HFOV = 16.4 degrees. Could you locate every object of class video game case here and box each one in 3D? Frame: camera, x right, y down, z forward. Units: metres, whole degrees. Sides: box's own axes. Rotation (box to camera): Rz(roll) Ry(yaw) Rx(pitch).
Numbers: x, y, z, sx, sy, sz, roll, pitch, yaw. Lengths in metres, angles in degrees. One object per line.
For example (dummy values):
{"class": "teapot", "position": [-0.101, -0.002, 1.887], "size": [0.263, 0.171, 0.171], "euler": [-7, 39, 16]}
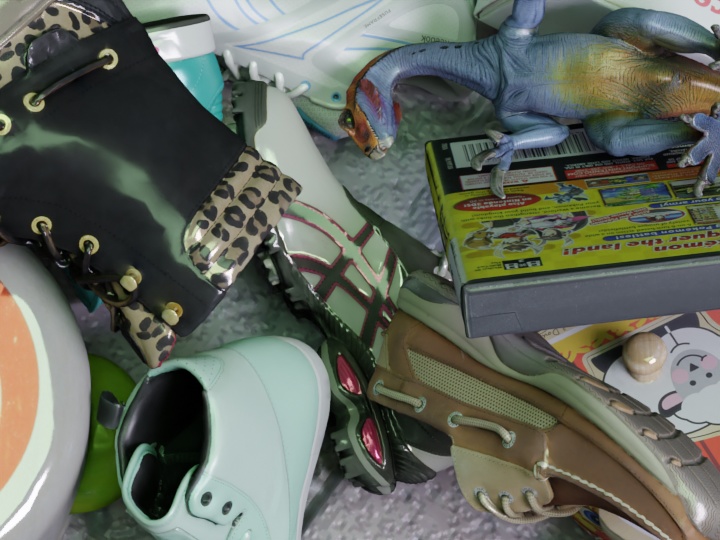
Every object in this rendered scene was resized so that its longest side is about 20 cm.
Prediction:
{"class": "video game case", "position": [0.134, -0.027, 1.082], "size": [0.199, 0.181, 0.026], "euler": [-6, 112, -1]}

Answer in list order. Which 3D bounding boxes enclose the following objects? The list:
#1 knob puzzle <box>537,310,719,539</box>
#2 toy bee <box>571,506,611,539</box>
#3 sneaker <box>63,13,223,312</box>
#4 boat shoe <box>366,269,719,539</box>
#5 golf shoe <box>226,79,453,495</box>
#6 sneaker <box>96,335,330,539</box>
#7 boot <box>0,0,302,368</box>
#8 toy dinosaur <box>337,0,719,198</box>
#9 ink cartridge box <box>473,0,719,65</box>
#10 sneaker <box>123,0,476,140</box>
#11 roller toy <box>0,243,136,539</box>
{"class": "knob puzzle", "position": [0.189, 0.061, 1.056], "size": [0.219, 0.030, 0.220], "euler": [-4, 55, 6]}
{"class": "toy bee", "position": [0.130, 0.121, 1.119], "size": [0.199, 0.109, 0.131], "euler": [16, 75, -3]}
{"class": "sneaker", "position": [-0.149, -0.037, 1.139], "size": [0.199, 0.084, 0.121], "euler": [-12, 98, 13]}
{"class": "boat shoe", "position": [0.075, 0.072, 1.037], "size": [0.076, 0.200, 0.072], "euler": [27, 96, -43]}
{"class": "golf shoe", "position": [0.000, 0.000, 1.145], "size": [0.088, 0.077, 0.201], "euler": [-22, 88, 0]}
{"class": "sneaker", "position": [-0.073, 0.128, 1.063], "size": [0.074, 0.118, 0.201], "euler": [7, 93, 28]}
{"class": "boot", "position": [-0.132, -0.016, 1.003], "size": [0.151, 0.073, 0.200], "euler": [42, 73, -8]}
{"class": "toy dinosaur", "position": [0.088, -0.073, 1.119], "size": [0.200, 0.181, 0.105], "euler": [19, 80, -45]}
{"class": "ink cartridge box", "position": [0.156, -0.188, 1.200], "size": [0.145, 0.087, 0.201], "euler": [23, 71, -18]}
{"class": "sneaker", "position": [-0.035, -0.103, 1.177], "size": [0.199, 0.075, 0.087], "euler": [-6, 81, -9]}
{"class": "roller toy", "position": [-0.207, 0.065, 1.068], "size": [0.200, 0.140, 0.182], "euler": [-41, 84, -16]}
